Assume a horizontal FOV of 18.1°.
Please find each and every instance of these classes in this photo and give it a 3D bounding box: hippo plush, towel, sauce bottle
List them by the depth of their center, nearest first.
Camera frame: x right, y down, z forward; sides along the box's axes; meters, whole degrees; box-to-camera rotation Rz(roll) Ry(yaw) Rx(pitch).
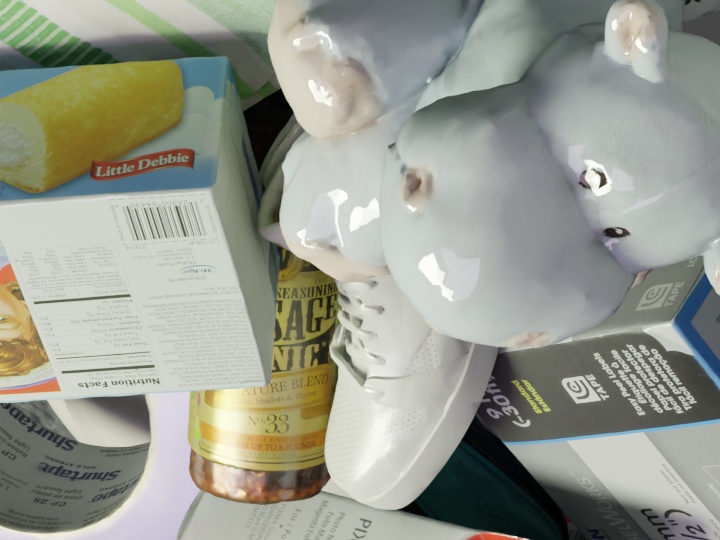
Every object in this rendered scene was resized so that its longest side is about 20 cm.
[{"bbox_3d":[0.075,-0.031,0.716,0.200,0.161,0.160,-27,120,1],"label":"hippo plush"},{"bbox_3d":[-0.121,-0.072,0.828,0.152,0.023,0.200,30,134,-30],"label":"towel"},{"bbox_3d":[-0.037,-0.007,0.918,0.066,0.066,0.201,10,108,27],"label":"sauce bottle"}]

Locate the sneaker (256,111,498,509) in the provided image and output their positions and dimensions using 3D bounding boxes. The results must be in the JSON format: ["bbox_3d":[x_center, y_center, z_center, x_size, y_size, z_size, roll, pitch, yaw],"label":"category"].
[{"bbox_3d":[0.000,0.000,0.861,0.074,0.115,0.201,45,122,48],"label":"sneaker"}]

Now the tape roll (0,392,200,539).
[{"bbox_3d":[-0.141,0.042,1.031,0.199,0.085,0.201,7,116,16],"label":"tape roll"}]

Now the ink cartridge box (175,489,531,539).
[{"bbox_3d":[0.039,0.157,0.975,0.199,0.057,0.163,15,155,32],"label":"ink cartridge box"}]

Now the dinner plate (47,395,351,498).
[{"bbox_3d":[-0.088,0.072,1.127,0.200,0.024,0.201,20,141,17],"label":"dinner plate"}]

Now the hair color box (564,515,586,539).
[{"bbox_3d":[0.157,0.199,1.052,0.111,0.064,0.200,-18,117,46],"label":"hair color box"}]

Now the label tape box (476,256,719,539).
[{"bbox_3d":[0.106,0.061,0.928,0.200,0.066,0.143,-14,125,48],"label":"label tape box"}]

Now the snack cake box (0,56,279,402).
[{"bbox_3d":[-0.137,-0.010,0.835,0.199,0.067,0.115,-3,141,7],"label":"snack cake box"}]

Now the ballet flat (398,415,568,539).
[{"bbox_3d":[0.013,0.066,1.009,0.200,0.073,0.073,46,140,-9],"label":"ballet flat"}]
